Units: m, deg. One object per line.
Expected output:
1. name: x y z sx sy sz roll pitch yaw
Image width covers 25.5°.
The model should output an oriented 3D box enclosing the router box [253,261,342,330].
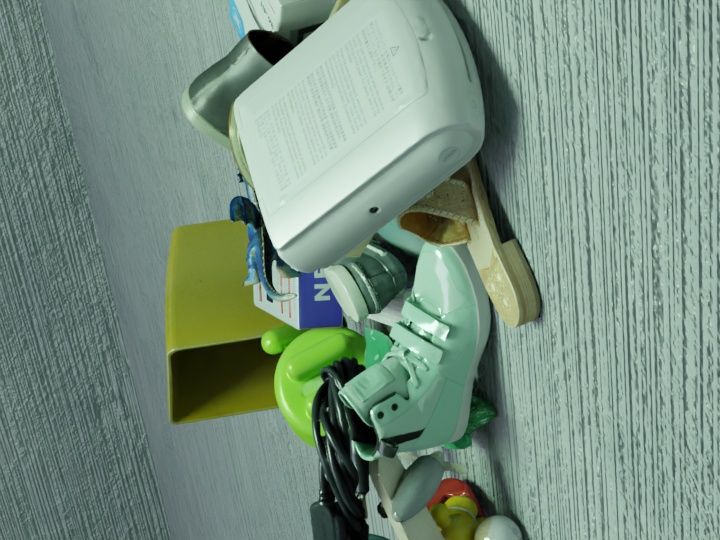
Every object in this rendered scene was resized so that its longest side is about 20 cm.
1. router box: -0.068 -0.050 1.653 0.179 0.048 0.203 -158 66 -70

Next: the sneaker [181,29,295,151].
1. sneaker: -0.057 -0.141 1.471 0.106 0.199 0.075 -38 43 34

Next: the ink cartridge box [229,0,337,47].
1. ink cartridge box: -0.070 -0.263 1.478 0.201 0.066 0.117 103 145 -62

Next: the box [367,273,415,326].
1. box: 0.029 0.025 1.514 0.200 0.038 0.042 -169 61 -72

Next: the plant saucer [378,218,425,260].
1. plant saucer: 0.017 -0.096 1.419 0.201 0.038 0.203 160 90 -75

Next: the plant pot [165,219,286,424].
1. plant pot: -0.142 0.047 1.878 0.201 0.198 0.178 101 159 -60

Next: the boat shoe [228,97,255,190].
1. boat shoe: -0.055 -0.091 1.409 0.200 0.064 0.074 49 -138 -56

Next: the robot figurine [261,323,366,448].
1. robot figurine: -0.028 0.125 1.651 0.177 0.115 0.200 60 175 13

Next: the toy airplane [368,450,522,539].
1. toy airplane: 0.078 0.263 1.430 0.200 0.140 0.201 35 -142 -58

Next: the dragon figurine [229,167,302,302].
1. dragon figurine: -0.091 -0.043 1.507 0.200 0.058 0.101 -92 -7 -67

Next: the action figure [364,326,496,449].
1. action figure: 0.066 0.120 1.471 0.200 0.054 0.119 13 119 64

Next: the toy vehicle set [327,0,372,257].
1. toy vehicle set: -0.005 -0.128 1.335 0.125 0.026 0.202 122 145 -55

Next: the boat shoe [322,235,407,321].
1. boat shoe: 0.000 0.000 1.479 0.073 0.061 0.200 63 176 -12

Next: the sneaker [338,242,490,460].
1. sneaker: 0.041 0.070 1.329 0.073 0.117 0.203 29 124 45

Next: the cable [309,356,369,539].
1. cable: -0.007 0.162 1.443 0.164 0.050 0.202 -68 -22 -50

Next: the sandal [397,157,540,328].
1. sandal: 0.065 -0.043 1.255 0.078 0.069 0.213 104 144 -60

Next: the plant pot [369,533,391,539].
1. plant pot: 0.033 0.392 1.667 0.196 0.198 0.202 2 110 65

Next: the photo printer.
1. photo printer: 0.002 -0.118 1.212 0.069 0.199 0.168 22 -141 -46
